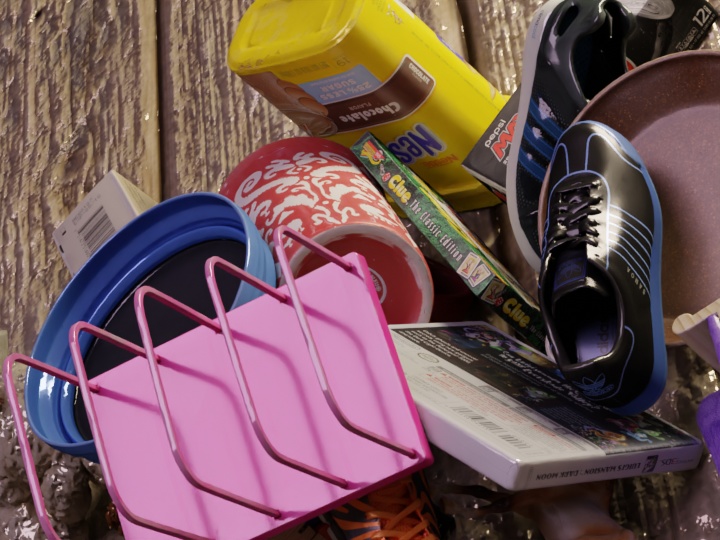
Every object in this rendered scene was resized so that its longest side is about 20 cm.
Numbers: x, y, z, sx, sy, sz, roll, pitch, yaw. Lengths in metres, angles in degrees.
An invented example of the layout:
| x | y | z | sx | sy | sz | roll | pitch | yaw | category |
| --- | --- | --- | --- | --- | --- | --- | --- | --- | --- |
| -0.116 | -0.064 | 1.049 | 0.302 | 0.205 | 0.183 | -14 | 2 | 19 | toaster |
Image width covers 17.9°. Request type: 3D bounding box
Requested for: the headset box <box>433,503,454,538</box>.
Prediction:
| x | y | z | sx | sy | sz | roll | pitch | yaw | category |
| --- | --- | --- | --- | --- | --- | --- | --- | --- | --- |
| -0.068 | 0.134 | 1.553 | 0.093 | 0.200 | 0.174 | -56 | 34 | -5 | headset box |

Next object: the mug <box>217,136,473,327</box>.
| x | y | z | sx | sy | sz | roll | pitch | yaw | category |
| --- | --- | --- | --- | --- | --- | --- | --- | --- | --- |
| -0.003 | -0.011 | 1.588 | 0.177 | 0.134 | 0.200 | -8 | 17 | -10 | mug |

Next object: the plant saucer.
| x | y | z | sx | sy | sz | roll | pitch | yaw | category |
| --- | --- | --- | --- | --- | --- | --- | --- | --- | --- |
| 0.210 | -0.042 | 1.459 | 0.200 | 0.037 | 0.201 | -13 | 66 | 30 | plant saucer |

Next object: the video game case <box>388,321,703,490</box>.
| x | y | z | sx | sy | sz | roll | pitch | yaw | category |
| --- | --- | --- | --- | --- | --- | --- | --- | --- | --- |
| 0.084 | 0.081 | 1.419 | 0.200 | 0.182 | 0.023 | 29 | 110 | 40 | video game case |

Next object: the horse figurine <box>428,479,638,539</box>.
| x | y | z | sx | sy | sz | roll | pitch | yaw | category |
| --- | --- | --- | --- | --- | --- | --- | --- | --- | --- |
| 0.122 | 0.166 | 1.407 | 0.200 | 0.132 | 0.050 | -118 | 28 | -52 | horse figurine |

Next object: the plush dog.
| x | y | z | sx | sy | sz | roll | pitch | yaw | category |
| --- | --- | --- | --- | --- | --- | --- | --- | --- | --- |
| -0.208 | 0.123 | 1.791 | 0.172 | 0.160 | 0.200 | -3 | 54 | 19 | plush dog |

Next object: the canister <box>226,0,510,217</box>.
| x | y | z | sx | sy | sz | roll | pitch | yaw | category |
| --- | --- | --- | --- | --- | --- | --- | --- | --- | --- |
| 0.016 | -0.130 | 1.688 | 0.148 | 0.200 | 0.087 | -7 | 54 | 45 | canister |

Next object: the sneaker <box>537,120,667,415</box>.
| x | y | z | sx | sy | sz | roll | pitch | yaw | category |
| --- | --- | --- | --- | --- | --- | --- | --- | --- | --- |
| 0.145 | -0.011 | 1.418 | 0.070 | 0.078 | 0.200 | -21 | 62 | 26 | sneaker |

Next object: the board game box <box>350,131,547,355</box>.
| x | y | z | sx | sy | sz | roll | pitch | yaw | category |
| --- | --- | --- | --- | --- | --- | --- | --- | --- | --- |
| 0.070 | -0.018 | 1.595 | 0.023 | 0.105 | 0.200 | -47 | 42 | 8 | board game box |

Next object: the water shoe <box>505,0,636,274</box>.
| x | y | z | sx | sy | sz | roll | pitch | yaw | category |
| --- | --- | --- | --- | --- | --- | --- | --- | --- | --- |
| 0.147 | -0.087 | 1.549 | 0.079 | 0.071 | 0.200 | 6 | 99 | 58 | water shoe |

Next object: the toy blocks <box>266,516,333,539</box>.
| x | y | z | sx | sy | sz | roll | pitch | yaw | category |
| --- | --- | --- | --- | --- | --- | --- | --- | --- | --- |
| 0.000 | 0.204 | 1.438 | 0.137 | 0.200 | 0.100 | -48 | 3 | -11 | toy blocks |

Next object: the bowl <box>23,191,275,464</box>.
| x | y | z | sx | sy | sz | roll | pitch | yaw | category |
| --- | --- | --- | --- | --- | --- | --- | --- | --- | --- |
| -0.138 | 0.040 | 1.507 | 0.201 | 0.039 | 0.201 | -30 | 37 | 26 | bowl |

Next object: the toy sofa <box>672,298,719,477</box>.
| x | y | z | sx | sy | sz | roll | pitch | yaw | category |
| --- | --- | --- | --- | --- | --- | --- | --- | --- | --- |
| 0.237 | 0.110 | 1.331 | 0.098 | 0.083 | 0.200 | -35 | 38 | 22 | toy sofa |

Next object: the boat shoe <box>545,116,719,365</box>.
| x | y | z | sx | sy | sz | roll | pitch | yaw | category |
| --- | --- | --- | --- | --- | --- | --- | --- | --- | --- |
| 0.202 | -0.009 | 1.510 | 0.067 | 0.057 | 0.200 | 39 | 96 | 37 | boat shoe |

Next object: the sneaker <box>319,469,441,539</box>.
| x | y | z | sx | sy | sz | roll | pitch | yaw | category |
| --- | --- | --- | --- | --- | --- | --- | --- | --- | --- |
| 0.033 | 0.158 | 1.359 | 0.200 | 0.078 | 0.112 | 69 | 158 | 7 | sneaker |

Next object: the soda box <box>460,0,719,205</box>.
| x | y | z | sx | sy | sz | roll | pitch | yaw | category |
| --- | --- | --- | --- | --- | --- | --- | --- | --- | --- |
| 0.165 | -0.130 | 1.640 | 0.200 | 0.063 | 0.071 | -54 | 35 | -2 | soda box |

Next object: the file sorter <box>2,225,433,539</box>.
| x | y | z | sx | sy | sz | roll | pitch | yaw | category |
| --- | --- | --- | --- | --- | --- | --- | --- | --- | --- |
| -0.088 | 0.078 | 1.329 | 0.200 | 0.125 | 0.139 | -26 | 67 | 17 | file sorter |

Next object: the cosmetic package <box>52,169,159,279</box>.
| x | y | z | sx | sy | sz | roll | pitch | yaw | category |
| --- | --- | --- | --- | --- | --- | --- | --- | --- | --- |
| -0.129 | 0.021 | 1.721 | 0.073 | 0.200 | 0.104 | -47 | 36 | 9 | cosmetic package |
